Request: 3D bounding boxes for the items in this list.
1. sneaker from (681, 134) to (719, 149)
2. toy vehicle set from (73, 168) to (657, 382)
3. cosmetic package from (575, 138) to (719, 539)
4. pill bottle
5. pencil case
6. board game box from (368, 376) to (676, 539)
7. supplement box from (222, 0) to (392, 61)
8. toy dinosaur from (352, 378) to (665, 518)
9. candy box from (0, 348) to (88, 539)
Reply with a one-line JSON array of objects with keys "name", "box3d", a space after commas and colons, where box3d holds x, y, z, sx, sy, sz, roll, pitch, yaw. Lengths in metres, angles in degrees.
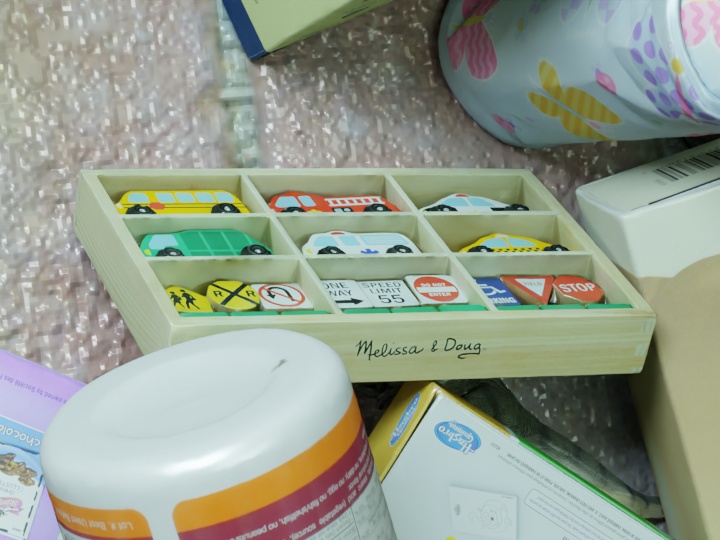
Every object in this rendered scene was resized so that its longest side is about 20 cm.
[{"name": "sneaker", "box3d": [0.213, -0.086, 1.132, 0.146, 0.077, 0.203, -35, 105, -15]}, {"name": "toy vehicle set", "box3d": [0.000, 0.000, 1.010, 0.199, 0.124, 0.027, -1, 119, -24]}, {"name": "cosmetic package", "box3d": [0.167, 0.049, 1.063, 0.105, 0.071, 0.201, -20, 104, -6]}, {"name": "pill bottle", "box3d": [-0.032, 0.131, 0.902, 0.109, 0.109, 0.201, -25, 112, -25]}, {"name": "pencil case", "box3d": [0.109, -0.095, 1.030, 0.083, 0.200, 0.091, 44, 75, -19]}, {"name": "board game box", "box3d": [0.030, 0.162, 1.004, 0.153, 0.040, 0.201, 34, 90, -16]}, {"name": "supplement box", "box3d": [0.006, -0.213, 0.999, 0.134, 0.200, 0.201, -26, 93, -24]}, {"name": "toy dinosaur", "box3d": [0.042, 0.075, 1.058, 0.200, 0.047, 0.088, 37, 63, -18]}, {"name": "candy box", "box3d": [-0.154, 0.131, 0.946, 0.167, 0.071, 0.201, 24, 73, -19]}]
